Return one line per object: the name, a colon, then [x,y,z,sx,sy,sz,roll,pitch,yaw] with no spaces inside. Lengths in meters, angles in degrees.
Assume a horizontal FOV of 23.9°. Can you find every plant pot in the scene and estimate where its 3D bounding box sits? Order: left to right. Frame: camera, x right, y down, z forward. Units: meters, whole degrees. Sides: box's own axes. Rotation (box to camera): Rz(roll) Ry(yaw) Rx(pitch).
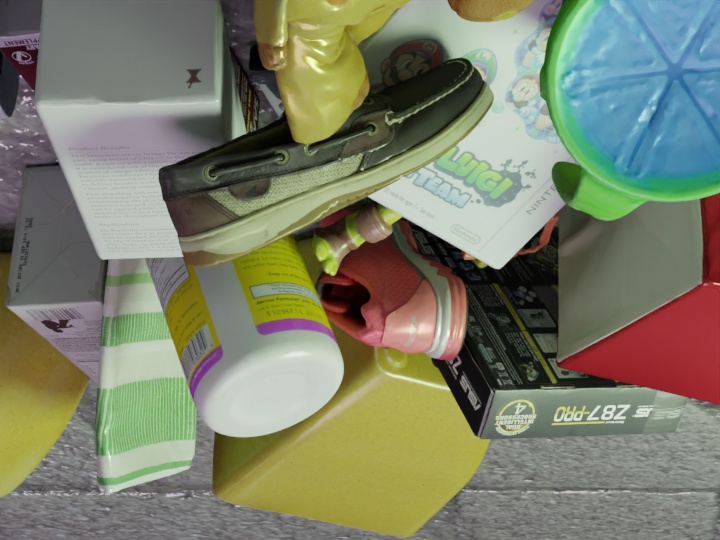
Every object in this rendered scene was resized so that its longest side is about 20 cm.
plant pot: [-0.298,0.066,1.408,0.141,0.201,0.200,-35,143,19]
plant pot: [0.011,0.076,1.373,0.193,0.197,0.200,15,146,-27]

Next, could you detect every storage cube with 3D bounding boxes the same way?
storage cube: [0.244,-0.020,1.120,0.178,0.173,0.200,14,155,-23]

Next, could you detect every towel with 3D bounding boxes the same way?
towel: [-0.154,0.058,1.274,0.023,0.203,0.152,7,-176,19]

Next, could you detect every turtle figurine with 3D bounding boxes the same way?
turtle figurine: [0.033,-0.067,1.112,0.160,0.065,0.201,-18,139,11]

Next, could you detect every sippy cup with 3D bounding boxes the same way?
sippy cup: [0.161,-0.124,0.909,0.177,0.131,0.140,-28,112,14]

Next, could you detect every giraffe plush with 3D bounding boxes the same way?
giraffe plush: [0.025,-0.169,0.828,0.160,0.175,0.200,-11,174,3]

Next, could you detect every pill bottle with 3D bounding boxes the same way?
pill bottle: [-0.089,0.005,1.170,0.103,0.201,0.105,-16,148,-10]

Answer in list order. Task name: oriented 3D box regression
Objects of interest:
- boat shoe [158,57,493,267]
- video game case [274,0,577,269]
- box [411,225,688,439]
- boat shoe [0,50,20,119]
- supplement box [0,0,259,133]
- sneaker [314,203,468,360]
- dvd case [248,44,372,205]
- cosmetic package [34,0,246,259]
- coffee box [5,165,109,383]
boat shoe: [-0.018,-0.073,0.927,0.200,0.067,0.072,-30,-159,-16]
video game case: [0.076,-0.102,1.014,0.199,0.024,0.182,27,117,-37]
box: [0.124,0.040,1.232,0.159,0.201,0.050,-1,125,-22]
boat shoe: [-0.261,-0.135,1.014,0.090,0.072,0.200,5,168,-3]
supplement box: [-0.140,-0.124,1.065,0.108,0.062,0.200,-4,157,13]
sneaker: [0.000,0.000,1.204,0.086,0.075,0.200,0,-159,-26]
dvd case: [0.026,-0.100,1.149,0.149,0.025,0.200,-4,157,15]
cosmetic package: [-0.121,-0.079,1.000,0.100,0.072,0.200,-1,157,1]
coffee box: [-0.193,0.011,1.325,0.079,0.114,0.200,-3,157,14]
